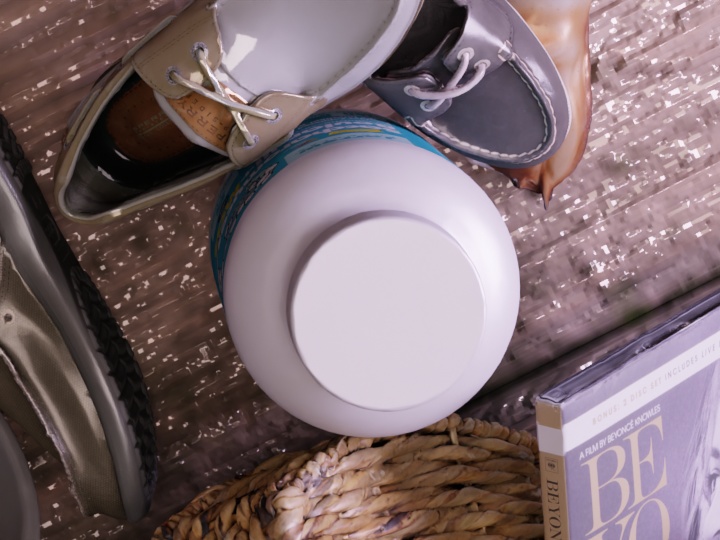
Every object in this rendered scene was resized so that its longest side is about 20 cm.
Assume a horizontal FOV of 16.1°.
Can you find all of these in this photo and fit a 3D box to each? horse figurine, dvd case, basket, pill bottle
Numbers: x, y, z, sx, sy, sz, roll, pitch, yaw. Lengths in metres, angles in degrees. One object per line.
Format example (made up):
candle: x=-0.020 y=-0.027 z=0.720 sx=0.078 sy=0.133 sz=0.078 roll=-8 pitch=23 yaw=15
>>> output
horse figurine: x=0.064 y=-0.139 z=1.039 sx=0.132 sy=0.050 sz=0.200 roll=25 pitch=98 yaw=-3
dvd case: x=0.125 y=0.115 z=0.997 sx=0.149 sy=0.016 sz=0.200 roll=-26 pitch=119 yaw=-43
basket: x=-0.009 y=0.144 z=1.010 sx=0.149 sy=0.200 sz=0.143 roll=-29 pitch=74 yaw=37
pill bottle: x=0.000 y=0.000 z=0.977 sx=0.111 sy=0.200 sz=0.111 roll=-1 pitch=99 yaw=-6

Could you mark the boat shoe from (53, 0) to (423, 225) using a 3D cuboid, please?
boat shoe: x=-0.047 y=-0.073 z=0.969 sx=0.075 sy=0.068 sz=0.200 roll=42 pitch=136 yaw=-12

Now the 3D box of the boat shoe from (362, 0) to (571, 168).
boat shoe: x=0.005 y=-0.106 z=0.990 sx=0.067 sy=0.057 sz=0.200 roll=-37 pitch=106 yaw=23

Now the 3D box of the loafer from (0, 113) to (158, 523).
loafer: x=-0.145 y=0.017 z=1.035 sx=0.070 sy=0.075 sz=0.200 roll=-26 pitch=91 yaw=4

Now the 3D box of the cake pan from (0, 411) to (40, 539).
cake pan: x=-0.222 y=0.085 z=0.982 sx=0.200 sy=0.200 sz=0.037 roll=29 pitch=126 yaw=-10
